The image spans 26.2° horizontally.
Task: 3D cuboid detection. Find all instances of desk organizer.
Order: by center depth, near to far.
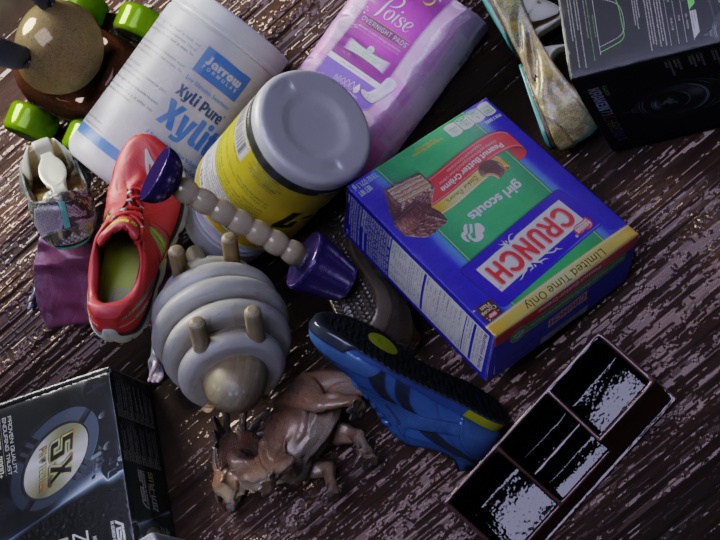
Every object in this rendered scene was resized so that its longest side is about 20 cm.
[{"bbox_3d":[0.167,0.152,1.306,0.200,0.077,0.072,-48,63,3],"label":"desk organizer"}]

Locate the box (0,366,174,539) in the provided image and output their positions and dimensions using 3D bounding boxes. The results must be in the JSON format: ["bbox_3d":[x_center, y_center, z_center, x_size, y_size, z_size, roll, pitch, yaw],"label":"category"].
[{"bbox_3d":[-0.272,0.215,1.463,0.163,0.086,0.201,-18,69,16],"label":"box"}]

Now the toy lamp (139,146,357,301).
[{"bbox_3d":[-0.093,-0.034,1.336,0.199,0.058,0.058,28,85,-18],"label":"toy lamp"}]

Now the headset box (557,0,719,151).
[{"bbox_3d":[0.285,-0.191,1.305,0.199,0.174,0.093,-12,70,17],"label":"headset box"}]

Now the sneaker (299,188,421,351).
[{"bbox_3d":[0.000,0.000,1.432,0.070,0.075,0.201,-39,44,22],"label":"sneaker"}]

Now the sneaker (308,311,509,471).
[{"bbox_3d":[0.030,0.110,1.333,0.199,0.066,0.079,31,111,-15],"label":"sneaker"}]

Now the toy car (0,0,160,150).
[{"bbox_3d":[-0.311,-0.223,1.544,0.157,0.200,0.165,18,82,25],"label":"toy car"}]

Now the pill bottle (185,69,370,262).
[{"bbox_3d":[-0.083,-0.087,1.411,0.200,0.114,0.115,-40,55,54],"label":"pill bottle"}]

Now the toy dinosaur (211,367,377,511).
[{"bbox_3d":[-0.060,0.140,1.405,0.200,0.086,0.135,-44,42,-7],"label":"toy dinosaur"}]

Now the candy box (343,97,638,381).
[{"bbox_3d":[0.110,-0.031,1.350,0.169,0.077,0.200,-34,63,-22],"label":"candy box"}]

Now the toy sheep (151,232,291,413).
[{"bbox_3d":[-0.126,0.046,1.386,0.137,0.138,0.201,-28,47,13],"label":"toy sheep"}]

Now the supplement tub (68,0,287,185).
[{"bbox_3d":[-0.178,-0.162,1.510,0.132,0.132,0.200,37,91,27],"label":"supplement tub"}]

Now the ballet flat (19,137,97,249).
[{"bbox_3d":[-0.295,-0.090,1.494,0.072,0.072,0.200,-45,31,5],"label":"ballet flat"}]

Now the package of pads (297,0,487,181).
[{"bbox_3d":[0.017,-0.188,1.470,0.120,0.076,0.200,37,91,24],"label":"package of pads"}]

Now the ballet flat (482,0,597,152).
[{"bbox_3d":[0.166,-0.205,1.419,0.070,0.071,0.201,-26,72,13],"label":"ballet flat"}]

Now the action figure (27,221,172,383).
[{"bbox_3d":[-0.220,0.012,1.515,0.199,0.135,0.149,8,35,12],"label":"action figure"}]

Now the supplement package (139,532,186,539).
[{"bbox_3d":[-0.155,0.347,1.313,0.147,0.200,0.192,-30,66,12],"label":"supplement package"}]

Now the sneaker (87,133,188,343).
[{"bbox_3d":[-0.202,-0.036,1.390,0.076,0.085,0.201,5,71,4],"label":"sneaker"}]
